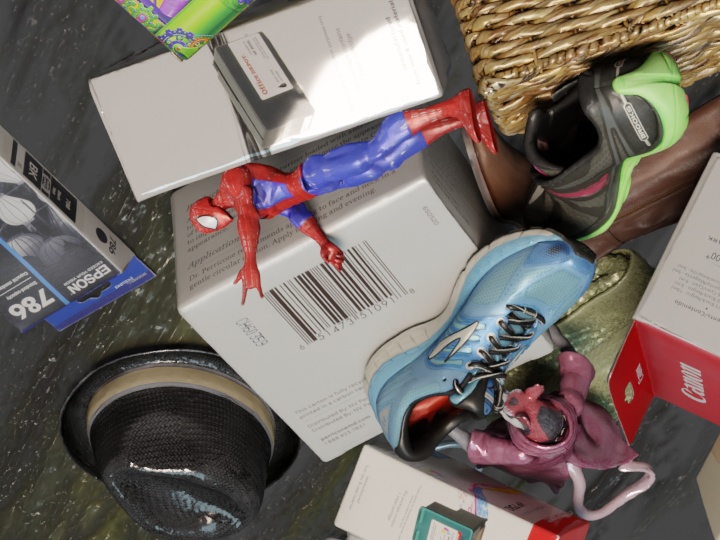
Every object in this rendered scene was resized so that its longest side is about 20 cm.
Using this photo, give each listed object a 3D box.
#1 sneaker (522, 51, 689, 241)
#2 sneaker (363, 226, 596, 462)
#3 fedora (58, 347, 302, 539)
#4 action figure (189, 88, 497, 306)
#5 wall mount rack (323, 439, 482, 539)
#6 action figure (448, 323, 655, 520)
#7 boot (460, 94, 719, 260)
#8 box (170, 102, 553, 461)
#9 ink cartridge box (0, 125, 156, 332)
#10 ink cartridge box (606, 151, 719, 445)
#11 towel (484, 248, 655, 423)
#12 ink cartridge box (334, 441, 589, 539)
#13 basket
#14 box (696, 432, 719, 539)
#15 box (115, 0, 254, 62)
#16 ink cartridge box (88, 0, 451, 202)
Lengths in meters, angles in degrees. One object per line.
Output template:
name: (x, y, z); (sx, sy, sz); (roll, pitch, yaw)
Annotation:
sneaker: (0.136, -0.079, 1.025); (0.083, 0.077, 0.200); (-2, 155, -14)
sneaker: (0.086, 0.056, 1.063); (0.078, 0.090, 0.200); (26, 122, -29)
fedora: (-0.142, 0.153, 1.295); (0.200, 0.092, 0.201); (-4, 132, -4)
action figure: (-0.012, -0.037, 1.001); (0.199, 0.099, 0.065); (-14, 168, 18)
wall mount rack: (0.068, 0.241, 1.415); (0.173, 0.075, 0.200); (19, 128, -23)
action figure: (0.132, 0.128, 1.207); (0.134, 0.149, 0.200); (-38, 166, 0)
boot: (0.186, -0.085, 1.142); (0.199, 0.064, 0.186); (-24, 141, 17)
box: (0.000, 0.000, 1.149); (0.198, 0.131, 0.200); (-27, 131, 16)
ink cartridge box: (-0.244, -0.022, 1.162); (0.099, 0.039, 0.200); (-30, 129, 18)
ink cartridge box: (0.253, 0.042, 1.141); (0.084, 0.176, 0.200); (25, 169, 21)
towel: (0.182, 0.073, 1.303); (0.148, 0.037, 0.200); (34, 120, -32)
ink cartridge box: (0.094, 0.196, 1.200); (0.199, 0.116, 0.068); (23, 94, 18)
basket: (0.158, -0.191, 1.044); (0.199, 0.150, 0.143); (-19, 165, 10)
box: (0.364, 0.141, 1.360); (0.094, 0.078, 0.201); (7, 131, -13)
box: (-0.098, -0.262, 0.886); (0.192, 0.122, 0.200); (-36, 117, 24)
ink cartridge box: (-0.051, -0.124, 1.010); (0.199, 0.145, 0.085); (-18, 102, 10)
